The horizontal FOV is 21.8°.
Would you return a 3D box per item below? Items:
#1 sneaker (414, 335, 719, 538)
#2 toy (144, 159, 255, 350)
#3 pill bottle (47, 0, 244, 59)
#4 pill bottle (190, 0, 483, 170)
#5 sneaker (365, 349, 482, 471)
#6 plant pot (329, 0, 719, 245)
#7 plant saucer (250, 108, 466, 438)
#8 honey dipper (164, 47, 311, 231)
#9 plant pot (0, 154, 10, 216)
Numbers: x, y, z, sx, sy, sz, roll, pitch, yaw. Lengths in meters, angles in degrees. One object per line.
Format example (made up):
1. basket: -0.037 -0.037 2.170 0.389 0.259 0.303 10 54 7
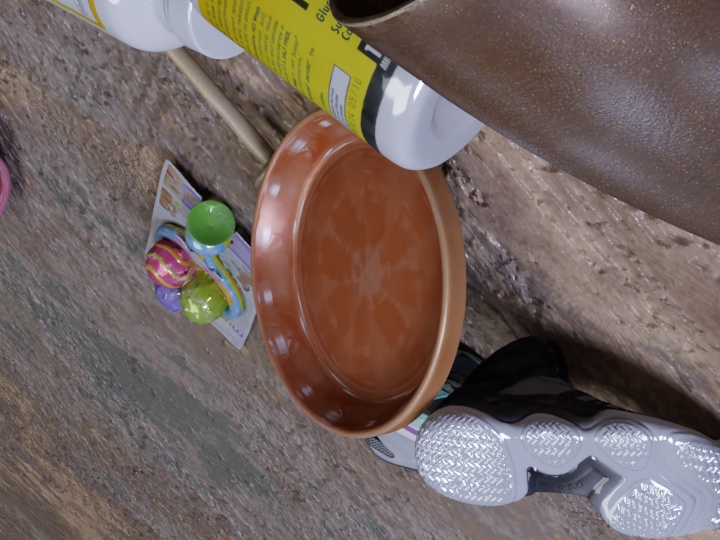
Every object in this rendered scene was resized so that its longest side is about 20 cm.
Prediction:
1. sneaker: 0.135 0.092 1.114 0.198 0.114 0.076 7 118 5
2. toy: -0.132 0.002 1.452 0.115 0.047 0.200 46 156 7
3. pill bottle: -0.140 -0.193 1.095 0.199 0.104 0.105 30 151 33
4. pill bottle: -0.017 -0.149 0.945 0.200 0.112 0.113 38 155 20
5. sneaker: 0.009 0.079 1.298 0.200 0.078 0.140 40 154 17
6. plant pot: 0.122 -0.102 0.739 0.200 0.188 0.187 41 159 -20
7. plant saucer: 0.000 0.000 1.140 0.200 0.032 0.202 9 102 53
8. honey dipper: -0.091 -0.112 1.230 0.200 0.038 0.038 50 156 3
9. plant pot: -0.433 -0.104 1.641 0.180 0.199 0.200 55 161 23
